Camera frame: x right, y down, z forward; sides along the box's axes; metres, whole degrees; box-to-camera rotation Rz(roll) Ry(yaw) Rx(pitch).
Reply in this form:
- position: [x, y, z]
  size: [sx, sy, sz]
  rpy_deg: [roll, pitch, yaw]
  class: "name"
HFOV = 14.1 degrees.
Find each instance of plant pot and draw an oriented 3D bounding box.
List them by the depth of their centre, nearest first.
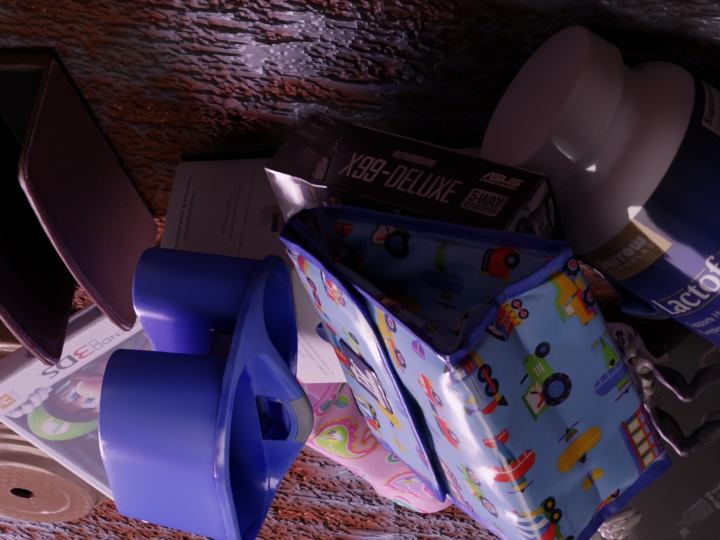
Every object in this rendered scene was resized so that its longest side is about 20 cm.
- position: [-0.224, 0.113, 2.015]
  size: [0.200, 0.093, 0.201]
  rpy_deg: [7, 153, 3]
  class: "plant pot"

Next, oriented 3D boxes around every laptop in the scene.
- position: [0.226, 0.114, 1.843]
  size: [0.187, 0.116, 0.200]
  rpy_deg: [-41, 106, 11]
  class: "laptop"

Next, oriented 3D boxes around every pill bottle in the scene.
- position: [0.170, -0.040, 1.550]
  size: [0.199, 0.116, 0.116]
  rpy_deg: [31, 148, -17]
  class: "pill bottle"

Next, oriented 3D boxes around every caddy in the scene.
- position: [-0.077, 0.072, 1.652]
  size: [0.104, 0.142, 0.200]
  rpy_deg: [11, 152, 9]
  class: "caddy"

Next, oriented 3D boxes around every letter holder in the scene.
- position: [-0.206, -0.015, 1.705]
  size: [0.100, 0.143, 0.200]
  rpy_deg: [1, 152, 17]
  class: "letter holder"

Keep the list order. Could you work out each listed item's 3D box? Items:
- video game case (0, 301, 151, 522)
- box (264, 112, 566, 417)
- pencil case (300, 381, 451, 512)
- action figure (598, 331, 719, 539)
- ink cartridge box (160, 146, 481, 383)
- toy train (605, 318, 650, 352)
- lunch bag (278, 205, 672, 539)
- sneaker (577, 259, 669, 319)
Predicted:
- position: [-0.125, 0.078, 1.908]
  size: [0.181, 0.023, 0.200]
  rpy_deg: [-31, 139, 16]
  class: "video game case"
- position: [0.047, 0.018, 1.572]
  size: [0.157, 0.050, 0.201]
  rpy_deg: [17, 143, 35]
  class: "box"
- position: [0.000, 0.092, 1.887]
  size: [0.087, 0.088, 0.200]
  rpy_deg: [-8, 156, 30]
  class: "pencil case"
- position: [0.145, 0.081, 1.667]
  size: [0.199, 0.102, 0.119]
  rpy_deg: [-7, 128, 0]
  class: "action figure"
- position: [0.000, 0.000, 1.730]
  size: [0.199, 0.084, 0.145]
  rpy_deg: [-2, 150, 22]
  class: "ink cartridge box"
- position: [0.149, 0.090, 1.863]
  size: [0.114, 0.087, 0.200]
  rpy_deg: [-7, 147, 13]
  class: "toy train"
- position: [0.042, 0.046, 1.499]
  size: [0.200, 0.094, 0.151]
  rpy_deg: [22, 147, 51]
  class: "lunch bag"
- position: [0.182, -0.005, 1.660]
  size: [0.199, 0.086, 0.077]
  rpy_deg: [17, 152, -15]
  class: "sneaker"
